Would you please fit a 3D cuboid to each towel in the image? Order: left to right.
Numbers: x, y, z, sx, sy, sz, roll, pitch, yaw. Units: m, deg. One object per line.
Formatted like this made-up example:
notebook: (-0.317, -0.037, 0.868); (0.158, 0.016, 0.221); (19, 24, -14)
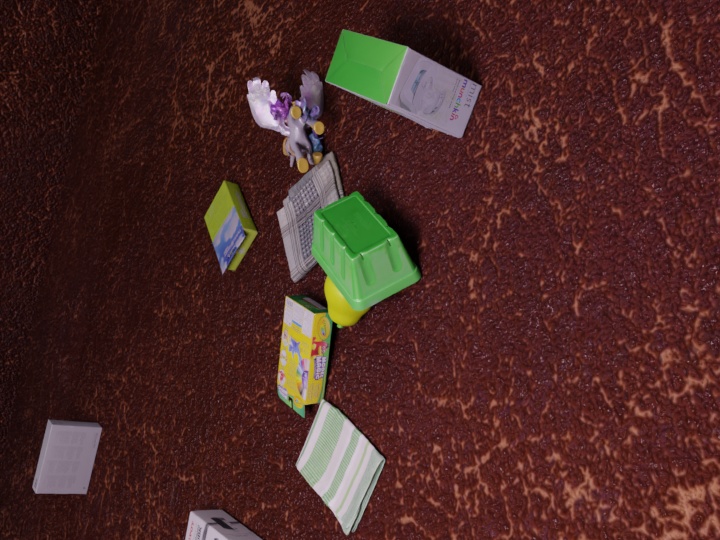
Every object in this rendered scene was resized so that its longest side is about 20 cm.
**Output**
towel: (-0.099, -0.110, 1.577); (0.192, 0.034, 0.204); (-40, 50, 39)
towel: (-0.041, 0.340, 1.380); (0.199, 0.023, 0.155); (37, 109, 51)

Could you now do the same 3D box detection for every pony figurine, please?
pony figurine: (-0.133, -0.299, 1.587); (0.200, 0.163, 0.198); (-144, 45, -67)

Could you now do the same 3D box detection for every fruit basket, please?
fruit basket: (0.000, 0.000, 1.364); (0.218, 0.153, 0.217); (58, 166, 24)

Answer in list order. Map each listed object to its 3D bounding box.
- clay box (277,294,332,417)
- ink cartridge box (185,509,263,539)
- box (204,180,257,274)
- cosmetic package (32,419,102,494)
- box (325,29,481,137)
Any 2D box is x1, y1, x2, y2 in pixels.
clay box: (-0.107, 0.160, 1.477); (0.114, 0.047, 0.205); (26, 114, 53)
ink cartridge box: (-0.278, 0.583, 1.568); (0.198, 0.082, 0.148); (8, 87, 53)
box: (-0.302, -0.099, 1.827); (0.123, 0.047, 0.202); (-54, 43, 28)
cosmetic package: (-0.845, 0.539, 2.264); (0.051, 0.148, 0.205); (16, 92, 53)
box: (0.068, -0.308, 1.301); (0.199, 0.174, 0.099); (35, 107, 51)
